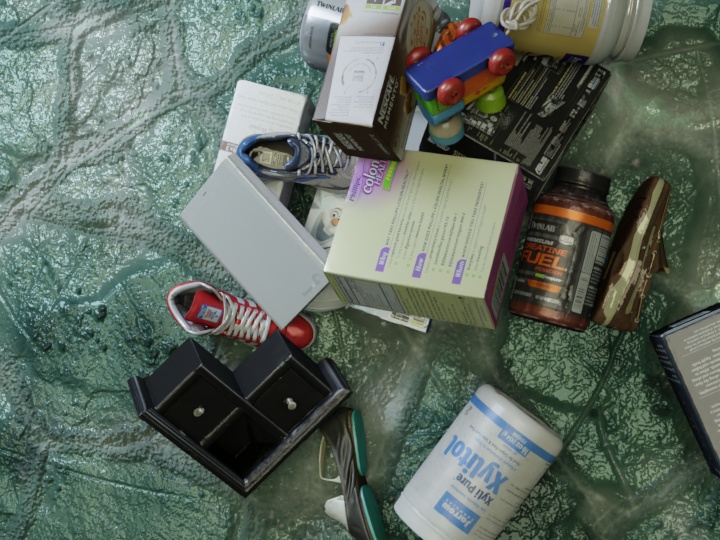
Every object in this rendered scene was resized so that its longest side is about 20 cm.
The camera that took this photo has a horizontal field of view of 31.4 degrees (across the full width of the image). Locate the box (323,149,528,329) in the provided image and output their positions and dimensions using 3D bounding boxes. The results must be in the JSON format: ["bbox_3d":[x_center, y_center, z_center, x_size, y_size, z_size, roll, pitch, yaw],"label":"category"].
[{"bbox_3d":[0.081,-0.041,1.531,0.199,0.097,0.177,9,68,18],"label":"box"}]

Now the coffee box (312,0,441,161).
[{"bbox_3d":[0.022,-0.243,1.506,0.079,0.114,0.201,10,77,24],"label":"coffee box"}]

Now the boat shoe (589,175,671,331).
[{"bbox_3d":[0.362,-0.018,1.645,0.075,0.075,0.203,21,96,-7],"label":"boat shoe"}]

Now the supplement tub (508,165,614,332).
[{"bbox_3d":[0.261,-0.029,1.634,0.106,0.107,0.201,14,89,7],"label":"supplement tub"}]

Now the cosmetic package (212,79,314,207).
[{"bbox_3d":[-0.136,-0.142,1.703,0.101,0.074,0.201,14,88,8],"label":"cosmetic package"}]

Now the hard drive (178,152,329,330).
[{"bbox_3d":[-0.129,-0.035,1.625,0.200,0.026,0.132,48,130,3],"label":"hard drive"}]

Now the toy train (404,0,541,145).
[{"bbox_3d":[0.153,-0.233,1.499,0.199,0.116,0.085,-31,53,-11],"label":"toy train"}]

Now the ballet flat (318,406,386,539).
[{"bbox_3d":[-0.015,0.281,1.679,0.068,0.068,0.201,-15,76,16],"label":"ballet flat"}]

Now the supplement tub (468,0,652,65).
[{"bbox_3d":[0.241,-0.330,1.560,0.199,0.145,0.146,8,89,-5],"label":"supplement tub"}]

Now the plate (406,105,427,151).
[{"bbox_3d":[0.105,-0.142,1.659,0.198,0.032,0.201,3,70,2],"label":"plate"}]

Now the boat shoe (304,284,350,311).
[{"bbox_3d":[0.002,0.004,1.628,0.201,0.086,0.075,-14,86,7],"label":"boat shoe"}]

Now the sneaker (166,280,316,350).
[{"bbox_3d":[-0.159,0.063,1.676,0.199,0.112,0.072,15,90,7],"label":"sneaker"}]

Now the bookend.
[{"bbox_3d":[-0.152,0.150,1.633,0.200,0.092,0.199,-43,121,3],"label":"bookend"}]

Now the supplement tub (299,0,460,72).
[{"bbox_3d":[0.033,-0.294,1.647,0.199,0.122,0.123,19,90,19],"label":"supplement tub"}]

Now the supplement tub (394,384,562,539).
[{"bbox_3d":[0.150,0.258,1.623,0.132,0.132,0.200,36,91,7],"label":"supplement tub"}]

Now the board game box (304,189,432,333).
[{"bbox_3d":[0.026,-0.043,1.693,0.199,0.043,0.200,19,90,7],"label":"board game box"}]

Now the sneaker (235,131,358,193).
[{"bbox_3d":[-0.064,-0.139,1.619,0.199,0.085,0.078,0,89,3],"label":"sneaker"}]

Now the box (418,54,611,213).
[{"bbox_3d":[0.195,-0.200,1.617,0.163,0.086,0.200,31,63,7],"label":"box"}]

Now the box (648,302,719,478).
[{"bbox_3d":[0.450,0.149,1.582,0.107,0.148,0.201,-24,86,6],"label":"box"}]
